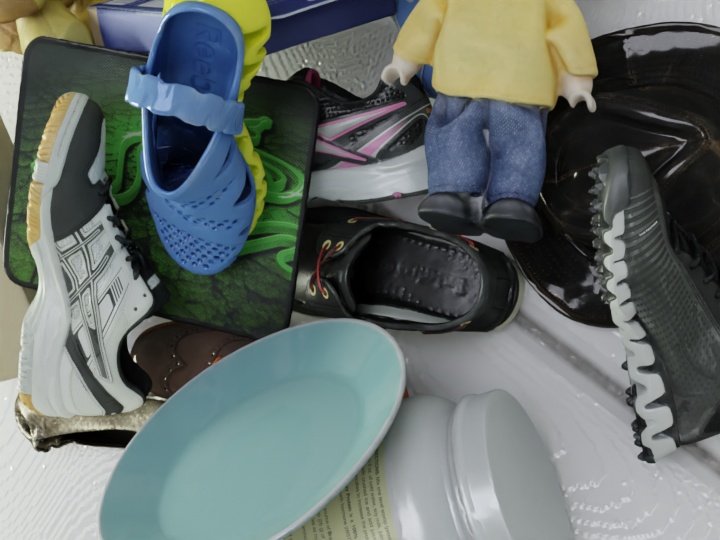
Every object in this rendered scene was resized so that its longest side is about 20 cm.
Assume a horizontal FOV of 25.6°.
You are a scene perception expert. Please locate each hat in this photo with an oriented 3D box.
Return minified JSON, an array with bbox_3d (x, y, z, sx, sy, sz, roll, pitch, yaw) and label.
[{"bbox_3d":[0.161,-0.062,0.911,0.198,0.081,0.203,-5,79,24],"label":"hat"}]

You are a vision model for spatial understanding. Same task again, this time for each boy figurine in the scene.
[{"bbox_3d":[0.074,-0.122,0.896,0.123,0.064,0.202,3,79,16],"label":"boy figurine"}]

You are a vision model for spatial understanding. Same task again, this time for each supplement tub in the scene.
[{"bbox_3d":[0.009,0.157,0.912,0.198,0.145,0.147,-21,74,20],"label":"supplement tub"}]

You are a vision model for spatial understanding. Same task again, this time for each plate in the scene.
[{"bbox_3d":[-0.058,0.102,0.886,0.199,0.026,0.201,-24,28,14],"label":"plate"}]

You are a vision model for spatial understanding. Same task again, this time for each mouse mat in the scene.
[{"bbox_3d":[-0.128,-0.051,0.984,0.198,0.008,0.163,11,103,12],"label":"mouse mat"}]

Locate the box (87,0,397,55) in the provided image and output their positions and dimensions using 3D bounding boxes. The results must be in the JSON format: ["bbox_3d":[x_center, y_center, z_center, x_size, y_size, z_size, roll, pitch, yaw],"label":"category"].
[{"bbox_3d":[-0.065,-0.160,0.974,0.199,0.120,0.033,12,119,49],"label":"box"}]

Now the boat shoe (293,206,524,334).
[{"bbox_3d":[0.000,-0.003,0.988,0.199,0.063,0.075,10,89,27],"label":"boat shoe"}]

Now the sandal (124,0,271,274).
[{"bbox_3d":[-0.098,-0.069,0.895,0.079,0.201,0.087,14,46,12],"label":"sandal"}]

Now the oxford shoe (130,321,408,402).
[{"bbox_3d":[-0.070,0.064,1.002,0.198,0.072,0.072,7,85,25],"label":"oxford shoe"}]

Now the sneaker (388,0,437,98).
[{"bbox_3d":[0.041,-0.199,0.970,0.076,0.075,0.202,0,101,33],"label":"sneaker"}]

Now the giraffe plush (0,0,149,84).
[{"bbox_3d":[-0.233,-0.204,1.085,0.161,0.172,0.202,-13,103,46],"label":"giraffe plush"}]

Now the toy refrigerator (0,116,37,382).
[{"bbox_3d":[-0.258,-0.030,1.061,0.075,0.070,0.202,-16,107,22],"label":"toy refrigerator"}]

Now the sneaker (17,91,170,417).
[{"bbox_3d":[-0.157,-0.008,0.968,0.087,0.076,0.202,5,107,0],"label":"sneaker"}]

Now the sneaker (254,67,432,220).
[{"bbox_3d":[-0.042,-0.083,1.002,0.198,0.080,0.087,-9,98,12],"label":"sneaker"}]

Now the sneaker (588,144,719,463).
[{"bbox_3d":[0.177,0.014,0.860,0.089,0.067,0.202,-12,122,10],"label":"sneaker"}]

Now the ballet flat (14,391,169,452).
[{"bbox_3d":[-0.151,0.107,1.034,0.198,0.067,0.047,7,66,31],"label":"ballet flat"}]
